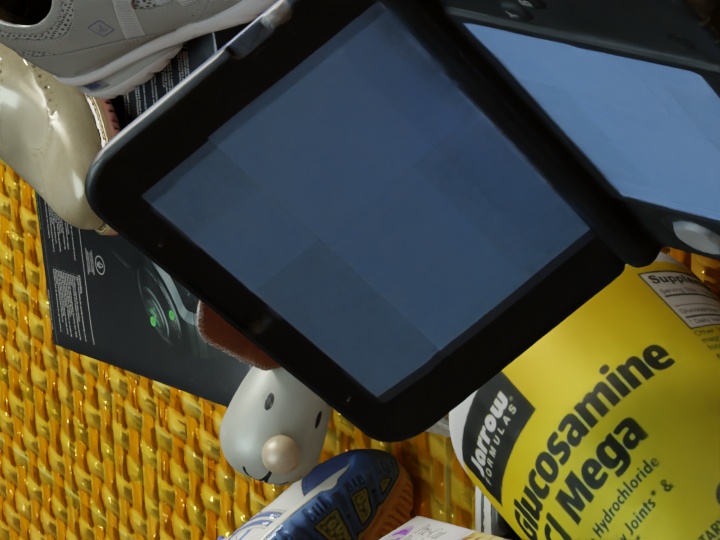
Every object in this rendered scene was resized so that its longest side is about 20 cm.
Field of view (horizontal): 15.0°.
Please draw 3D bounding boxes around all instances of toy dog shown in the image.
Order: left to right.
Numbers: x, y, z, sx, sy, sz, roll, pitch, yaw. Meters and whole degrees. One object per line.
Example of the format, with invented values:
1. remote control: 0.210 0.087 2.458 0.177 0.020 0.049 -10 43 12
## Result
1. toy dog: 0.000 0.000 1.079 0.096 0.132 0.200 -105 13 -70

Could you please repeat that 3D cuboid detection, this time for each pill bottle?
1. pill bottle: 0.103 0.064 0.977 0.200 0.112 0.113 48 140 37

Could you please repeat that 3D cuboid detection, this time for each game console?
1. game console: 0.050 -0.011 0.826 0.170 0.200 0.119 17 75 39

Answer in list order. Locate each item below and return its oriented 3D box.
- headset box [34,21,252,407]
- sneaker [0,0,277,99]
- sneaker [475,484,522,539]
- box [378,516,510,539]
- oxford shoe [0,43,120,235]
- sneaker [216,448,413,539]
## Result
1. headset box: -0.063 -0.042 1.218 0.200 0.093 0.175 13 113 55
2. sneaker: -0.085 -0.129 1.076 0.200 0.082 0.075 -37 49 42
3. sneaker: 0.058 0.142 1.121 0.115 0.076 0.201 10 114 54
4. box: 0.043 0.122 0.987 0.039 0.041 0.200 62 167 -7
5. oxford shoe: -0.167 -0.075 1.210 0.200 0.074 0.071 45 136 41
6. sneaker: -0.065 0.145 1.230 0.088 0.200 0.075 41 175 47
